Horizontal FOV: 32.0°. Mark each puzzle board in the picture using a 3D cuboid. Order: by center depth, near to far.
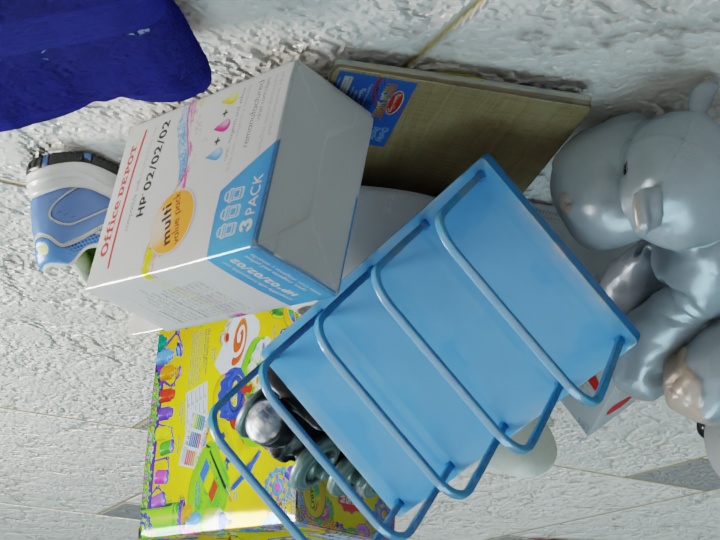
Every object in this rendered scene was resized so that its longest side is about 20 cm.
[{"bbox_3d":[0.038,-0.074,0.788,0.149,0.018,0.200,8,158,-10],"label":"puzzle board"}]

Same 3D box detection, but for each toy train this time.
[{"bbox_3d":[-0.006,0.097,0.903,0.085,0.114,0.200,40,-172,29],"label":"toy train"}]

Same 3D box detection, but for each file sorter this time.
[{"bbox_3d":[0.031,0.060,0.717,0.200,0.139,0.123,-41,180,27],"label":"file sorter"}]

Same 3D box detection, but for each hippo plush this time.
[{"bbox_3d":[0.189,-0.010,0.734,0.199,0.160,0.160,7,157,48],"label":"hippo plush"}]

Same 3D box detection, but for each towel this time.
[{"bbox_3d":[-0.169,-0.139,0.604,0.146,0.050,0.200,-9,157,9],"label":"towel"}]

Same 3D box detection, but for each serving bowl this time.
[{"bbox_3d":[0.000,0.000,0.875,0.198,0.066,0.200,4,168,1],"label":"serving bowl"}]

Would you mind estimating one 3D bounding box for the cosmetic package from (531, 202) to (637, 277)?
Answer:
[{"bbox_3d":[0.200,0.011,0.899,0.198,0.083,0.051,9,156,-17],"label":"cosmetic package"}]

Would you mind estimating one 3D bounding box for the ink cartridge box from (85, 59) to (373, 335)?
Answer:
[{"bbox_3d":[-0.092,-0.035,0.743,0.199,0.116,0.068,-13,147,44],"label":"ink cartridge box"}]

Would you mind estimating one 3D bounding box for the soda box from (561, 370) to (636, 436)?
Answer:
[{"bbox_3d":[0.209,0.073,1.049,0.068,0.064,0.200,-34,162,-10],"label":"soda box"}]

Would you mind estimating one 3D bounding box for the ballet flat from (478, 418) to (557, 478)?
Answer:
[{"bbox_3d":[0.077,0.083,0.994,0.069,0.200,0.070,-26,141,-24],"label":"ballet flat"}]

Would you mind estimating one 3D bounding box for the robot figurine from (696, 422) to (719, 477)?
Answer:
[{"bbox_3d":[0.425,0.169,1.234,0.199,0.126,0.150,19,130,-38],"label":"robot figurine"}]

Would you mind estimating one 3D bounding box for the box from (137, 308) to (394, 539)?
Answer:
[{"bbox_3d":[-0.076,0.132,1.077,0.192,0.202,0.122,-15,154,40],"label":"box"}]

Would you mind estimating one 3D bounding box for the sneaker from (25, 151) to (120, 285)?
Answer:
[{"bbox_3d":[-0.155,-0.013,0.882,0.075,0.078,0.199,-16,154,36],"label":"sneaker"}]
